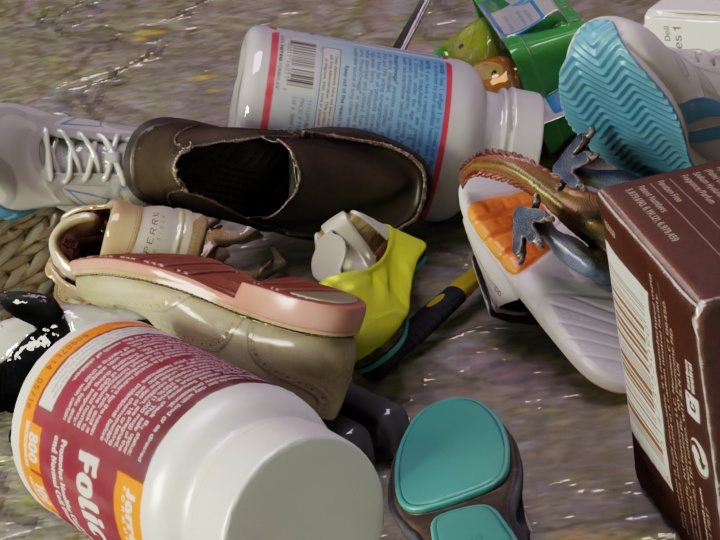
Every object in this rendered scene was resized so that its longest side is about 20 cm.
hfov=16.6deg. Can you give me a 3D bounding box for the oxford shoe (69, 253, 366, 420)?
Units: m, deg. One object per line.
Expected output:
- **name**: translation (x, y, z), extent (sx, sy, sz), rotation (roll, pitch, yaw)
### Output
- **oxford shoe**: translation (-0.087, 0.033, 1.358), extent (0.199, 0.074, 0.071), rotation (14, 10, 39)

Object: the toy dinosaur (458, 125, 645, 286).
- **toy dinosaur**: translation (0.182, -0.024, 1.403), extent (0.181, 0.105, 0.200), rotation (18, 20, -30)

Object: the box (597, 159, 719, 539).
- **box**: translation (0.237, 0.038, 1.190), extent (0.199, 0.167, 0.164), rotation (-14, 22, -6)

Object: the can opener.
- **can opener**: translation (-0.048, 0.056, 1.397), extent (0.053, 0.067, 0.200), rotation (-24, 26, -29)

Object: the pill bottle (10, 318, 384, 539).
- **pill bottle**: translation (-0.083, 0.102, 1.247), extent (0.114, 0.115, 0.200), rotation (-24, 26, -29)

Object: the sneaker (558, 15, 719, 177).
- **sneaker**: translation (0.177, -0.095, 1.390), extent (0.076, 0.200, 0.081), rotation (6, 69, 37)

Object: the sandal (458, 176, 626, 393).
- **sandal**: translation (0.108, 0.016, 1.441), extent (0.079, 0.059, 0.207), rotation (-2, 40, -23)

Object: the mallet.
- **mallet**: translation (0.070, 0.011, 1.498), extent (0.066, 0.041, 0.200), rotation (0, 29, 31)

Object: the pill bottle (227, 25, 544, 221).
- **pill bottle**: translation (0.015, -0.092, 1.615), extent (0.199, 0.109, 0.109), rotation (9, 22, -6)

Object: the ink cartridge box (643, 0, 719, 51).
- **ink cartridge box**: translation (0.269, -0.131, 1.598), extent (0.084, 0.147, 0.200), rotation (8, 29, 33)

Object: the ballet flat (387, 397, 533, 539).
- **ballet flat**: translation (0.052, 0.131, 1.178), extent (0.073, 0.073, 0.200), rotation (-10, 22, 0)

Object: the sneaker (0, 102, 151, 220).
- **sneaker**: translation (-0.169, -0.069, 1.540), extent (0.086, 0.076, 0.200), rotation (-12, -11, 31)

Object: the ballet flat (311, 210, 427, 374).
- **ballet flat**: translation (0.000, 0.000, 1.465), extent (0.067, 0.067, 0.200), rotation (-37, 10, 13)

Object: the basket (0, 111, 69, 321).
- **basket**: translation (-0.282, -0.014, 1.591), extent (0.135, 0.124, 0.200), rotation (8, 29, 35)

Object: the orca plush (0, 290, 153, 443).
- **orca plush**: translation (-0.205, 0.065, 1.441), extent (0.199, 0.105, 0.071), rotation (3, 58, 2)

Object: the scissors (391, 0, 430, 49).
- **scissors**: translation (0.016, -0.127, 1.728), extent (0.200, 0.014, 0.073), rotation (-54, 22, -6)

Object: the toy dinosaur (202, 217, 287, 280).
- **toy dinosaur**: translation (-0.101, 0.002, 1.590), extent (0.101, 0.058, 0.200), rotation (-29, 23, -4)

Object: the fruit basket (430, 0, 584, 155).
- **fruit basket**: translation (0.070, -0.131, 1.751), extent (0.199, 0.094, 0.185), rotation (-17, 27, -2)

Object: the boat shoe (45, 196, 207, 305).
- **boat shoe**: translation (-0.157, -0.012, 1.513), extent (0.069, 0.074, 0.200), rotation (20, -18, -20)

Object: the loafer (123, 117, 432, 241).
- **loafer**: translation (-0.043, -0.050, 1.511), extent (0.199, 0.074, 0.071), rotation (2, 10, -21)
